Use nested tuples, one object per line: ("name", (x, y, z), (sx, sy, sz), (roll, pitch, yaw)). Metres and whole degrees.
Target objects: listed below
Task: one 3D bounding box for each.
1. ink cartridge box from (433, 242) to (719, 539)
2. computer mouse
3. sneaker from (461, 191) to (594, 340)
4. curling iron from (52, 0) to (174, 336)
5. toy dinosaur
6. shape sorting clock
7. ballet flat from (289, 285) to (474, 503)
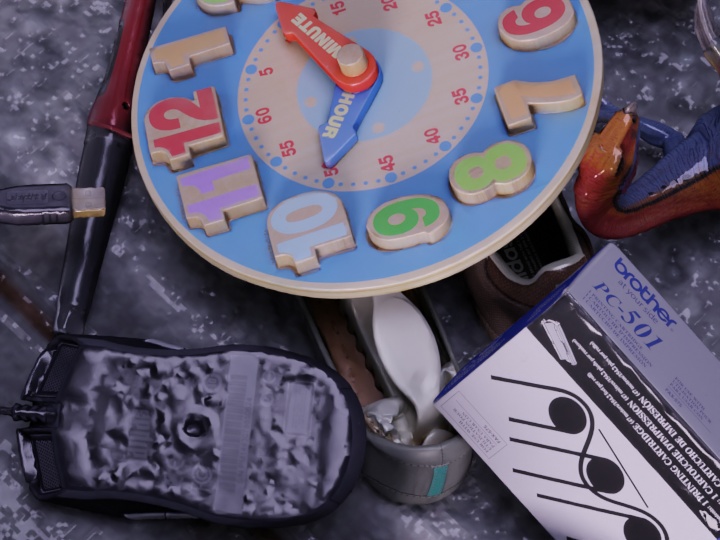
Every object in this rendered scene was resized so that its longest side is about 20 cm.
("ink cartridge box", (0.129, 0.094, 0.968), (0.200, 0.094, 0.044), (48, 43, 0))
("computer mouse", (-0.096, 0.036, 1.015), (0.198, 0.046, 0.142), (0, 80, 2))
("sneaker", (0.050, -0.060, 1.067), (0.070, 0.076, 0.201), (-24, 71, -17))
("curling iron", (-0.098, -0.062, 1.076), (0.049, 0.026, 0.201), (16, 64, 4))
("toy dinosaur", (0.172, -0.058, 1.055), (0.200, 0.105, 0.182), (37, 59, 9))
("shape sorting clock", (0.001, -0.077, 1.021), (0.199, 0.039, 0.201), (-8, 58, 12))
("ballet flat", (0.000, 0.000, 1.039), (0.067, 0.064, 0.201), (-18, 68, -14))
